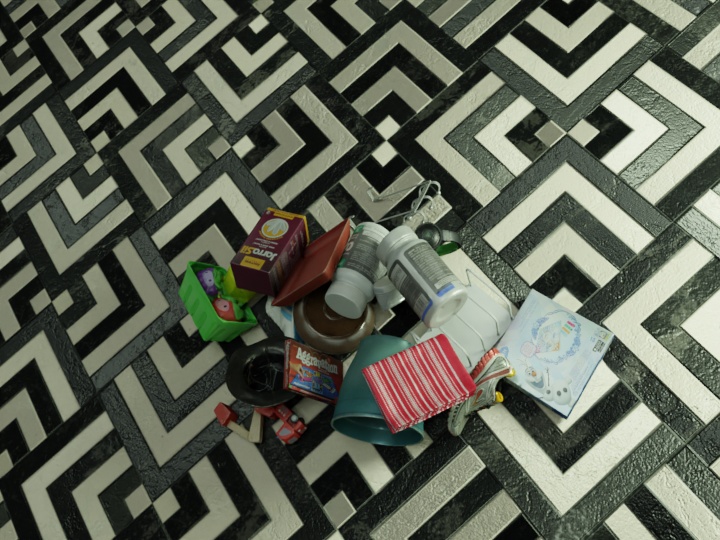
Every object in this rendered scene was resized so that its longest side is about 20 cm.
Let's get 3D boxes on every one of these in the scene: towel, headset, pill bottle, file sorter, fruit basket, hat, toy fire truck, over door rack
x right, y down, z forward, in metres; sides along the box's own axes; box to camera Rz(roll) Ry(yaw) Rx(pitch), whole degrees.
[{"bbox_3d":[0.117,0.219,1.335,0.196,0.023,0.147,-21,63,-18],"label":"towel"},{"bbox_3d":[0.139,-0.049,1.539,0.195,0.123,0.097,3,73,-21],"label":"headset"},{"bbox_3d":[0.000,0.000,1.551,0.110,0.114,0.203,14,59,22],"label":"pill bottle"},{"bbox_3d":[0.222,0.119,1.466,0.200,0.125,0.138,-46,63,-7],"label":"file sorter"},{"bbox_3d":[-0.325,0.047,1.653,0.211,0.154,0.223,-6,80,34],"label":"fruit basket"},{"bbox_3d":[-0.202,0.246,1.514,0.194,0.082,0.204,0,44,0],"label":"hat"},{"bbox_3d":[-0.230,0.344,1.549,0.199,0.049,0.142,39,83,26],"label":"toy fire truck"},{"bbox_3d":[0.087,-0.148,1.627,0.195,0.068,0.149,-3,35,28],"label":"over door rack"},{"bbox_3d":[0.124,0.010,1.404,0.113,0.114,0.201,-37,64,-2],"label":"pill bottle"}]

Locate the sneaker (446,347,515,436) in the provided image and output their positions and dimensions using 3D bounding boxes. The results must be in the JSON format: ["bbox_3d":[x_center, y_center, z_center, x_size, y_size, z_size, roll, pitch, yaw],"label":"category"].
[{"bbox_3d":[0.248,0.264,1.403,0.082,0.077,0.203,36,102,21],"label":"sneaker"}]

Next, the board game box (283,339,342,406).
[{"bbox_3d":[-0.100,0.228,1.476,0.019,0.199,0.106,-15,62,29],"label":"board game box"}]

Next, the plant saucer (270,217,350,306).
[{"bbox_3d":[-0.107,-0.010,1.569,0.198,0.037,0.202,-31,25,37],"label":"plant saucer"}]

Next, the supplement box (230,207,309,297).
[{"bbox_3d":[-0.213,-0.046,1.608,0.108,0.087,0.202,13,49,18],"label":"supplement box"}]

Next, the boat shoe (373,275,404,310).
[{"bbox_3d":[0.110,0.033,1.541,0.071,0.070,0.198,2,21,40],"label":"boat shoe"}]

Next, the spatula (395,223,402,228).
[{"bbox_3d":[0.099,-0.024,1.622,0.055,0.021,0.205,-5,65,8],"label":"spatula"}]

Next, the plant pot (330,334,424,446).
[{"bbox_3d":[0.048,0.249,1.429,0.194,0.201,0.193,1,62,17],"label":"plant pot"}]

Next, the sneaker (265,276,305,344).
[{"bbox_3d":[-0.181,0.108,1.627,0.079,0.077,0.204,-22,55,11],"label":"sneaker"}]

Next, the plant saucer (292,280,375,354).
[{"bbox_3d":[-0.060,0.095,1.573,0.194,0.032,0.205,4,57,-6],"label":"plant saucer"}]

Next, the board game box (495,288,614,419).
[{"bbox_3d":[0.401,0.174,1.432,0.197,0.043,0.202,31,79,26],"label":"board game box"}]
